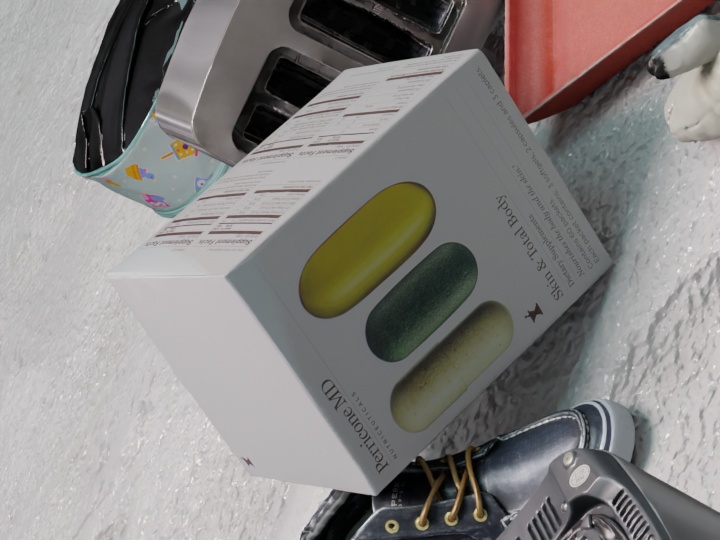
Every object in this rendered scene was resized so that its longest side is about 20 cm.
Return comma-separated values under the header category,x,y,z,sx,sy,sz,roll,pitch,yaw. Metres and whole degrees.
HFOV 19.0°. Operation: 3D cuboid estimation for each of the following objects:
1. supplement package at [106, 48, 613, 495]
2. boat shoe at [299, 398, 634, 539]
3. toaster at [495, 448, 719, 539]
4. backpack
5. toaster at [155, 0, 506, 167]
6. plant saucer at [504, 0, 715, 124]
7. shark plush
category,x,y,z,sx,sy,sz,roll,pitch,yaw
supplement package,0.000,0.000,1.199,0.200,0.152,0.151,-42,20,-24
boat shoe,0.054,0.125,1.155,0.200,0.091,0.071,-43,35,35
toaster,0.139,0.175,0.930,0.114,0.129,0.200,-56,29,19
backpack,-0.121,-0.135,1.589,0.176,0.153,0.200,-8,52,60
toaster,-0.024,-0.138,1.377,0.181,0.200,0.119,-64,19,1
plant saucer,0.162,-0.201,1.282,0.200,0.037,0.200,-37,39,43
shark plush,0.222,-0.144,1.109,0.200,0.091,0.083,-59,-2,21
